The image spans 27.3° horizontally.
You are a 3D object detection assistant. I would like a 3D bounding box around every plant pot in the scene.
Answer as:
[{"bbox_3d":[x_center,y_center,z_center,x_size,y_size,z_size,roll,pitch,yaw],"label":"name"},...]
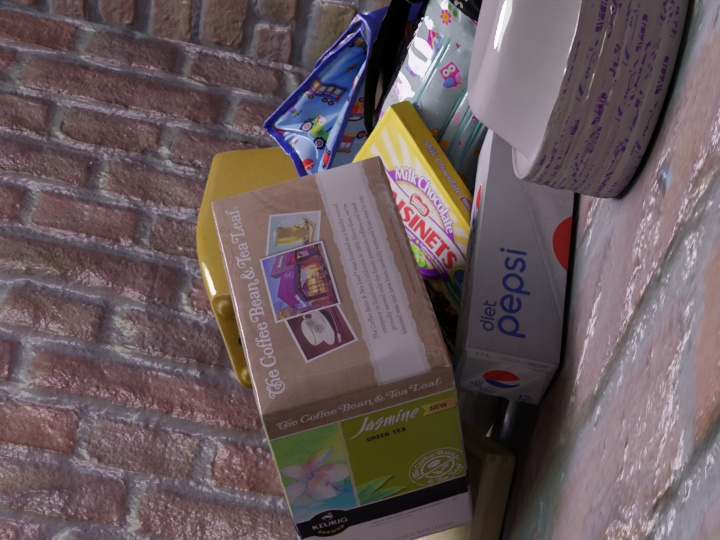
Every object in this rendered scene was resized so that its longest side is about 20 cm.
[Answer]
[{"bbox_3d":[-0.056,0.009,1.461,0.201,0.193,0.196,-74,-27,-53],"label":"plant pot"}]

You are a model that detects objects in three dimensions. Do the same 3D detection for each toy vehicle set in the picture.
[{"bbox_3d":[0.051,0.172,1.173,0.200,0.026,0.126,30,110,63],"label":"toy vehicle set"}]

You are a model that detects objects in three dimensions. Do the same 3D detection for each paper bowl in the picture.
[{"bbox_3d":[0.129,-0.152,0.914,0.201,0.103,0.203,-167,90,-88],"label":"paper bowl"}]

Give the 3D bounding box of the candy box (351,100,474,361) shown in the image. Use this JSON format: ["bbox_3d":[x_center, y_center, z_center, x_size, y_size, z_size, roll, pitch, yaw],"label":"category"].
[{"bbox_3d":[0.059,-0.022,1.149,0.201,0.026,0.102,58,138,19],"label":"candy box"}]

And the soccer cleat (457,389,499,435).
[{"bbox_3d":[0.098,0.047,1.195,0.069,0.077,0.202,-18,-69,-50],"label":"soccer cleat"}]

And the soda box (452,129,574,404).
[{"bbox_3d":[0.111,-0.011,1.056,0.064,0.068,0.202,103,177,-59],"label":"soda box"}]

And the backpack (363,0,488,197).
[{"bbox_3d":[0.090,-0.156,1.185,0.166,0.127,0.201,-14,-39,-45],"label":"backpack"}]

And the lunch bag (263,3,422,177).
[{"bbox_3d":[0.029,-0.168,1.285,0.094,0.150,0.200,56,139,18],"label":"lunch bag"}]

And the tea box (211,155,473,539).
[{"bbox_3d":[-0.012,0.066,1.064,0.198,0.132,0.201,77,177,-50],"label":"tea box"}]
